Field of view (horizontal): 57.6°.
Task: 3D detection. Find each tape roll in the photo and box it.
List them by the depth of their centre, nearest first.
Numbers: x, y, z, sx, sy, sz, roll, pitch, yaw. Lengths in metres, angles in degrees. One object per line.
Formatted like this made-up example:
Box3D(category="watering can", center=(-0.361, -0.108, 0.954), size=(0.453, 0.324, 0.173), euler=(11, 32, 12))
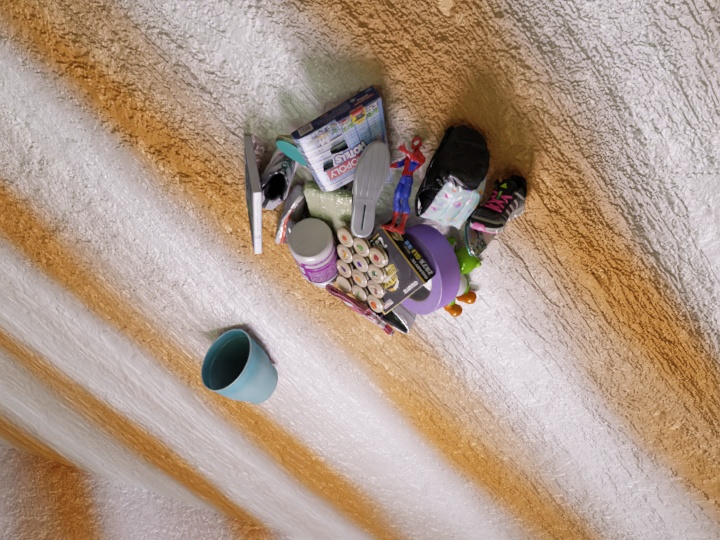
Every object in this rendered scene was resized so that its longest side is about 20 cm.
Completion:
Box3D(category="tape roll", center=(0.142, -0.002, 1.534), size=(0.199, 0.065, 0.204), euler=(33, 134, 42))

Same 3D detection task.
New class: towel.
Box3D(category="towel", center=(-0.057, -0.135, 1.538), size=(0.145, 0.037, 0.201), euler=(14, 155, 11))
Box3D(category="towel", center=(0.001, 0.105, 1.686), size=(0.143, 0.023, 0.200), euler=(31, 173, 32))

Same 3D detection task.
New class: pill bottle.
Box3D(category="pill bottle", center=(-0.107, -0.035, 1.613), size=(0.110, 0.115, 0.201), euler=(9, 157, 12))

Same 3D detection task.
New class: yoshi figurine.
Box3D(category="yoshi figurine", center=(0.240, 0.015, 1.569), size=(0.109, 0.114, 0.203), euler=(-10, 128, 8))

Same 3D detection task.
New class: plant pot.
Box3D(category="plant pot", center=(-0.358, 0.315, 2.031), size=(0.197, 0.204, 0.188), euler=(-13, 143, 30))

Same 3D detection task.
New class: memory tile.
Box3D(category="memory tile", center=(0.000, 0.000, 1.539), size=(0.152, 0.017, 0.203), euler=(33, 142, 28))

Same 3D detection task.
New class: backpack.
Box3D(category="backpack", center=(0.190, -0.177, 1.363), size=(0.124, 0.169, 0.201), euler=(24, 144, -3))

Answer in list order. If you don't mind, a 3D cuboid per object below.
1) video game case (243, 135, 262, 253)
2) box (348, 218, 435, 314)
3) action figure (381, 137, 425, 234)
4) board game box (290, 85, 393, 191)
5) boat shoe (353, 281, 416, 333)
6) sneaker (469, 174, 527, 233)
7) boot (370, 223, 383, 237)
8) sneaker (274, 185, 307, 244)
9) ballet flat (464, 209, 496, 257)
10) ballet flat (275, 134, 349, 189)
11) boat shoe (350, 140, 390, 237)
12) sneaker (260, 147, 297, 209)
Box3D(category="video game case", center=(-0.249, -0.174, 1.509), size=(0.023, 0.203, 0.184), euler=(-6, 138, -13))
Box3D(category="box", center=(0.065, -0.005, 1.514), size=(0.161, 0.049, 0.200), euler=(53, 146, 3))
Box3D(category="action figure", center=(0.077, -0.191, 1.376), size=(0.098, 0.204, 0.065), euler=(20, 178, -36))
Box3D(category="board game box", center=(-0.016, -0.249, 1.388), size=(0.197, 0.062, 0.201), euler=(-29, 131, 2))
Box3D(category="boat shoe", center=(0.061, 0.095, 1.733), size=(0.197, 0.067, 0.074), euler=(29, 136, -8))
Box3D(category="sneaker", center=(0.287, -0.142, 1.345), size=(0.073, 0.199, 0.089), euler=(24, 127, 31))
Box3D(category="boot", center=(0.030, -0.029, 1.629), size=(0.089, 0.073, 0.204), euler=(17, 128, 32))
Box3D(category="sneaker", center=(-0.153, -0.132, 1.607), size=(0.080, 0.079, 0.201), euler=(14, 146, -14))
Box3D(category="ballet flat", center=(0.258, -0.089, 1.399), size=(0.072, 0.201, 0.076), euler=(3, 114, 7))
Box3D(category="ballet flat", center=(-0.101, -0.254, 1.456), size=(0.198, 0.072, 0.070), euler=(34, 135, -25))
Box3D(category="boat shoe", center=(0.009, -0.174, 1.375), size=(0.070, 0.071, 0.204), euler=(11, 106, -15))
Box3D(category="sneaker", center=(-0.207, -0.183, 1.513), size=(0.076, 0.142, 0.201), euler=(20, 137, -8))
